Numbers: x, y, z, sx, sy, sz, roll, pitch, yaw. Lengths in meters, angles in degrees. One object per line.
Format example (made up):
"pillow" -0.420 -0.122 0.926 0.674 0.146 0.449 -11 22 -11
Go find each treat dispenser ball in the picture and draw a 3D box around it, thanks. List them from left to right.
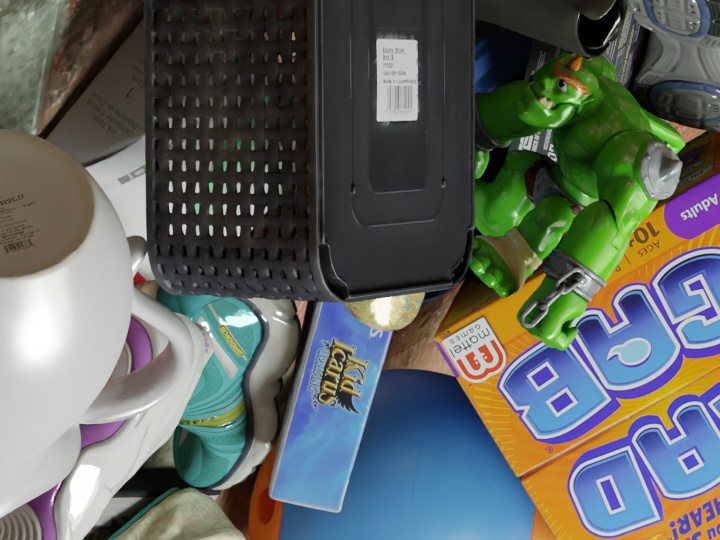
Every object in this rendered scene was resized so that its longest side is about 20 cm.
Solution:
"treat dispenser ball" 0.029 0.163 1.598 0.201 0.201 0.201 -44 157 -24

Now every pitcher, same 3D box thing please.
"pitcher" -0.144 0.023 1.109 0.171 0.121 0.200 -22 151 -26

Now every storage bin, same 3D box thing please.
"storage bin" -0.020 -0.090 1.120 0.135 0.094 0.200 -7 97 -58

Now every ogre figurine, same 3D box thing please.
"ogre figurine" 0.107 -0.054 1.364 0.120 0.098 0.200 -44 -165 14

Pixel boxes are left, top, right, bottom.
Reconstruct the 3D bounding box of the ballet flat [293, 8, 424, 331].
"ballet flat" 0.006 -0.073 1.223 0.071 0.200 0.071 -8 168 -2

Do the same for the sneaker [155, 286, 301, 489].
"sneaker" -0.089 0.056 1.390 0.080 0.078 0.200 -12 147 -18

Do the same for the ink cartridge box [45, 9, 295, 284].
"ink cartridge box" -0.109 -0.030 1.222 0.200 0.050 0.161 -54 159 -7

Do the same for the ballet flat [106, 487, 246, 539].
"ballet flat" -0.140 0.187 1.398 0.200 0.062 0.068 -37 153 -36

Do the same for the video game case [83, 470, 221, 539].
"video game case" -0.177 0.195 1.455 0.181 0.025 0.200 -57 159 9

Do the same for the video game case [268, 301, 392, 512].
"video game case" 0.000 0.000 1.381 0.181 0.045 0.200 -80 -175 -47

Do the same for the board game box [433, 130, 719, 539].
"board game box" 0.190 0.054 1.549 0.200 0.200 0.200 -30 -175 14

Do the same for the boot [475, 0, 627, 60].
"boot" 0.089 -0.141 1.341 0.078 0.138 0.200 -56 161 2

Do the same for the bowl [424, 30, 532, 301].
"bowl" 0.069 -0.066 1.555 0.201 0.039 0.201 -45 158 -24

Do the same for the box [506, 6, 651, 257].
"box" 0.143 -0.126 1.498 0.160 0.043 0.200 -41 147 -58

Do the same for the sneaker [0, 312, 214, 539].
"sneaker" -0.142 0.102 1.292 0.200 0.075 0.100 -51 161 19

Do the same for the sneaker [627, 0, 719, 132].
"sneaker" 0.202 -0.148 1.465 0.200 0.074 0.087 78 29 -61
